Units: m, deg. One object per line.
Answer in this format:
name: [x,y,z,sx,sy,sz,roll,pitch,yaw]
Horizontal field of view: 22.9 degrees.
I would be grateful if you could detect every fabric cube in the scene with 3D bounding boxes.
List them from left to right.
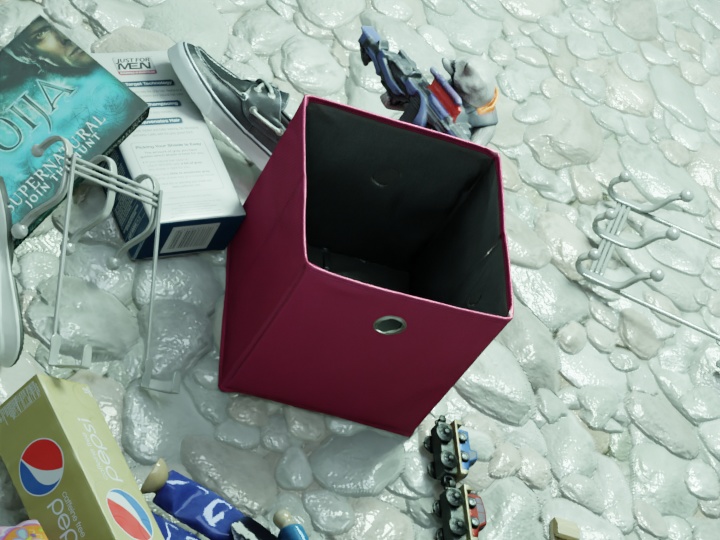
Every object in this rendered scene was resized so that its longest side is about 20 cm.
fabric cube: [0.000,0.000,1.582,0.196,0.199,0.200,16,49,-20]

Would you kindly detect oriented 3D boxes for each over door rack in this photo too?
over door rack: [-0.222,0.001,1.493,0.148,0.067,0.200,22,58,-60]
over door rack: [0.335,-0.008,1.862,0.200,0.067,0.148,32,46,-3]

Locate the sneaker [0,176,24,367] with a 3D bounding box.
sneaker: [-0.348,-0.015,1.458,0.115,0.076,0.201,-5,76,-30]

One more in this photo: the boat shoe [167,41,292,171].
boat shoe: [-0.098,-0.151,1.690,0.200,0.068,0.072,47,15,-17]

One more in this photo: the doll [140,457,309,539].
doll: [-0.100,0.240,1.437,0.200,0.048,0.136,32,56,-1]

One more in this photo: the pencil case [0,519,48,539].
pencil case: [-0.322,0.234,1.296,0.200,0.087,0.087,-4,57,-31]

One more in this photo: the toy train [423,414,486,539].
toy train: [0.090,0.217,1.575,0.046,0.034,0.200,13,50,-25]

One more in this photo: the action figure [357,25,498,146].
action figure: [0.068,-0.150,1.743,0.105,0.193,0.200,-11,61,-37]

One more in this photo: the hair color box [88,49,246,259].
hair color box: [-0.192,-0.110,1.655,0.100,0.061,0.200,-6,59,-33]

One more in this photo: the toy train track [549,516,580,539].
toy train track: [0.183,0.301,1.562,0.115,0.033,0.200,19,47,-16]

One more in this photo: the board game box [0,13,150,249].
board game box: [-0.302,-0.118,1.574,0.135,0.028,0.200,40,67,4]

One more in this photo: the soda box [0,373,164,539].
soda box: [-0.215,0.179,1.384,0.068,0.064,0.200,22,33,-57]
